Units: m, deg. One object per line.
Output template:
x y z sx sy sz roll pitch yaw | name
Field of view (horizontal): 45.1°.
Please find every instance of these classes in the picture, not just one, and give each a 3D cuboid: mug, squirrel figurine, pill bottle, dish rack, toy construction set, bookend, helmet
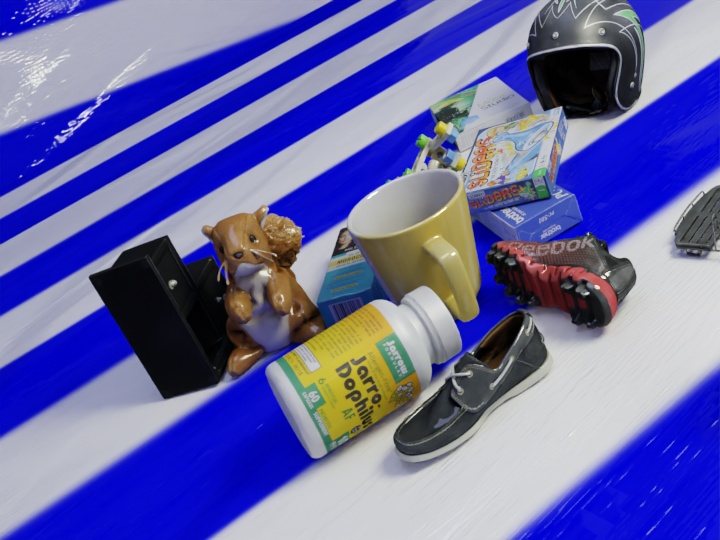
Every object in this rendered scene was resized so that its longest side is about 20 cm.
0.073 -0.008 1.035 0.147 0.155 0.188 -12 29 22 | mug
-0.140 0.001 1.160 0.139 0.189 0.201 -19 26 10 | squirrel figurine
0.006 0.103 0.933 0.198 0.114 0.113 -30 27 -13 | pill bottle
0.448 -0.071 0.947 0.198 0.055 0.153 6 38 46 | dish rack
0.088 -0.132 1.266 0.133 0.091 0.200 -64 -1 -9 | toy construction set
-0.249 0.029 1.188 0.091 0.201 0.201 -17 26 17 | bookend
0.358 -0.352 1.382 0.197 0.193 0.201 -19 26 9 | helmet

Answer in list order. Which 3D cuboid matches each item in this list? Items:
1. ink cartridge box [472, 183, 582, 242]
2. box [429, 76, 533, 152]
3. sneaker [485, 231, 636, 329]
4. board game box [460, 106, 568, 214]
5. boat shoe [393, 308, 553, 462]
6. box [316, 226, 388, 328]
0.213 -0.094 1.198 0.093 0.045 0.200 -29 27 -5 | ink cartridge box
0.213 -0.285 1.561 0.142 0.037 0.201 -24 25 1 | box
0.229 -0.001 0.984 0.097 0.072 0.199 -35 30 -21 | sneaker
0.213 -0.154 1.213 0.133 0.035 0.201 -13 30 28 | board game box
0.107 0.115 0.880 0.199 0.068 0.072 -35 30 -18 | boat shoe
0.000 0.000 1.200 0.081 0.050 0.201 -15 28 17 | box
